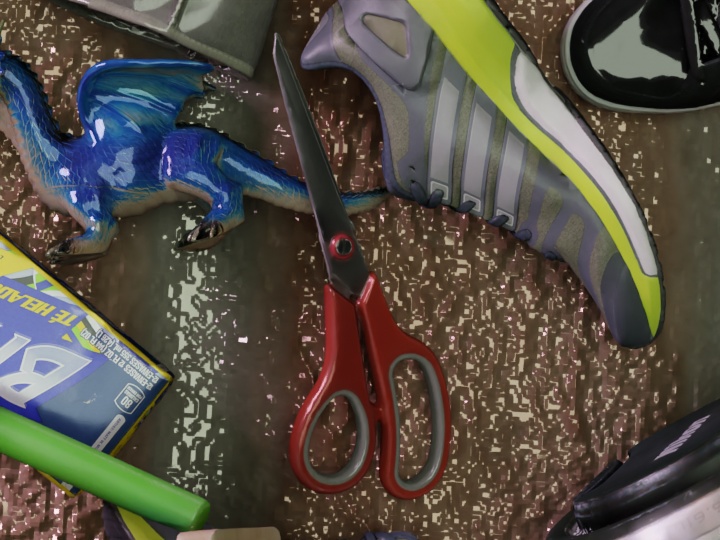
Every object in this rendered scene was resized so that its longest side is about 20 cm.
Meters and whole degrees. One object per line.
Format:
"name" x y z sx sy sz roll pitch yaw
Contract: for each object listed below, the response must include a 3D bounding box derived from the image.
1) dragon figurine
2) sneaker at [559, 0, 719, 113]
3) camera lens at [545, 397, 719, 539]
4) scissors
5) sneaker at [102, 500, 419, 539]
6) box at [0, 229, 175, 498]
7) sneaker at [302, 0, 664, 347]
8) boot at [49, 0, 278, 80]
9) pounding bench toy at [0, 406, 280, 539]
"dragon figurine" -0.087 -0.058 0.842 0.199 0.059 0.100 -6 87 -5
"sneaker" 0.187 -0.120 0.847 0.199 0.112 0.073 -13 86 -6
"camera lens" 0.177 0.152 0.802 0.159 0.160 0.201 -30 89 -7
"scissors" 0.000 0.000 0.843 0.073 0.014 0.201 -6 99 -19
"sneaker" -0.016 0.136 0.838 0.199 0.074 0.081 32 69 -5
"box" -0.170 0.005 0.824 0.200 0.070 0.064 39 86 -1
"sneaker" 0.055 -0.046 0.847 0.081 0.074 0.200 -37 93 9
"boot" -0.022 -0.178 0.852 0.181 0.073 0.201 16 78 10
"pounding bench toy" -0.097 0.121 0.731 0.155 0.124 0.201 -5 83 8
